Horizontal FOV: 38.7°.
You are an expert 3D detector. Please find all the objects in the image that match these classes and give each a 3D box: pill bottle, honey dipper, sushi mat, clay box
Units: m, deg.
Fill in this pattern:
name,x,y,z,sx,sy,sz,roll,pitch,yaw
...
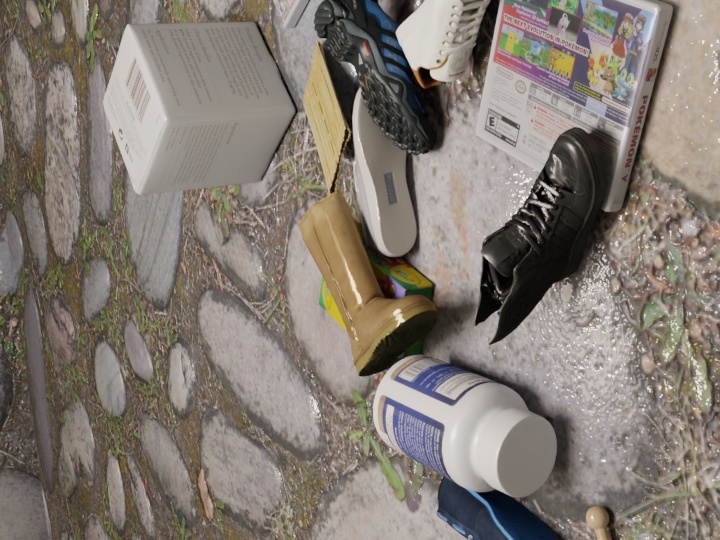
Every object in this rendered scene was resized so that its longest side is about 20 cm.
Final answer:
name,x,y,z,sx,sy,sz,roll,pitch,yaw
pill bottle,0.109,0.164,1.076,0.199,0.110,0.113,17,112,55
honey dipper,0.247,0.325,0.967,0.038,0.037,0.203,-33,69,56
sushi mat,-0.043,-0.190,1.265,0.202,0.012,0.097,-107,27,-46
clay box,0.007,0.024,1.261,0.200,0.047,0.117,39,129,45

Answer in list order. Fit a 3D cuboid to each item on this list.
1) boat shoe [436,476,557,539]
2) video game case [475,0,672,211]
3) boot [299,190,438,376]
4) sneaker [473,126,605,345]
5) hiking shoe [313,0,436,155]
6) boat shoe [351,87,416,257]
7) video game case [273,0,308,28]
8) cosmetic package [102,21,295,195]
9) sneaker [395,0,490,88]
name,x,y,z,sx,sy,sz,roll,pitch,yaw
boat shoe,0.147,0.281,1.085,0.200,0.083,0.070,39,111,64
video game case,0.188,-0.178,0.946,0.200,0.023,0.185,41,131,47
boot,0.000,0.000,1.163,0.175,0.065,0.203,-47,59,52
sneaker,0.156,-0.028,0.932,0.060,0.103,0.202,48,151,37
hiking shoe,0.035,-0.226,1.128,0.202,0.086,0.074,57,159,-5
boat shoe,0.019,-0.117,1.196,0.068,0.071,0.203,2,108,57
video game case,-0.101,-0.444,1.342,0.143,0.018,0.203,-49,57,52
cosmetic package,-0.227,-0.227,1.428,0.167,0.197,0.169,-54,54,48
sneaker,0.100,-0.243,1.025,0.200,0.072,0.086,144,109,-71
